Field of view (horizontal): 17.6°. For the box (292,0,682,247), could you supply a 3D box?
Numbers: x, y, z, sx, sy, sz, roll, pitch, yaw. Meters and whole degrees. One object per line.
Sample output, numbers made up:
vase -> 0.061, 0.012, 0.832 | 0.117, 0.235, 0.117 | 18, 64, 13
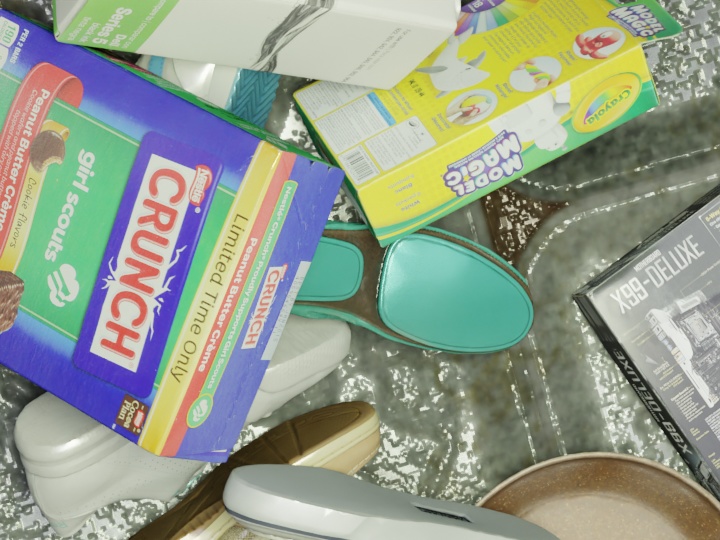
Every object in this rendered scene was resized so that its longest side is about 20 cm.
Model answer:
box -> 0.073, -0.101, 1.279 | 0.199, 0.118, 0.049 | -28, 128, -3

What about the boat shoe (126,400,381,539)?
boat shoe -> -0.065, 0.147, 1.294 | 0.199, 0.071, 0.065 | -35, 105, -2

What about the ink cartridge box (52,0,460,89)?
ink cartridge box -> -0.058, -0.186, 1.222 | 0.199, 0.084, 0.147 | 7, 65, -27

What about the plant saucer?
plant saucer -> 0.132, 0.203, 1.325 | 0.199, 0.037, 0.202 | 0, 90, -6

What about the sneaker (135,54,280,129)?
sneaker -> -0.114, -0.051, 1.289 | 0.080, 0.076, 0.201 | 24, 93, 20

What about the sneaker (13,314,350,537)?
sneaker -> -0.094, 0.083, 1.294 | 0.199, 0.075, 0.089 | -23, 126, -19

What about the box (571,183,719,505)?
box -> 0.245, 0.020, 1.328 | 0.200, 0.050, 0.158 | -37, 93, -4

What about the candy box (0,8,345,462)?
candy box -> -0.129, -0.019, 1.210 | 0.199, 0.077, 0.170 | 27, 99, 27

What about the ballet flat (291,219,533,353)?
ballet flat -> 0.000, 0.000, 1.291 | 0.199, 0.070, 0.068 | 11, 98, -21

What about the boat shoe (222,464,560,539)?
boat shoe -> 0.013, 0.156, 1.250 | 0.199, 0.071, 0.070 | 14, 100, -27
